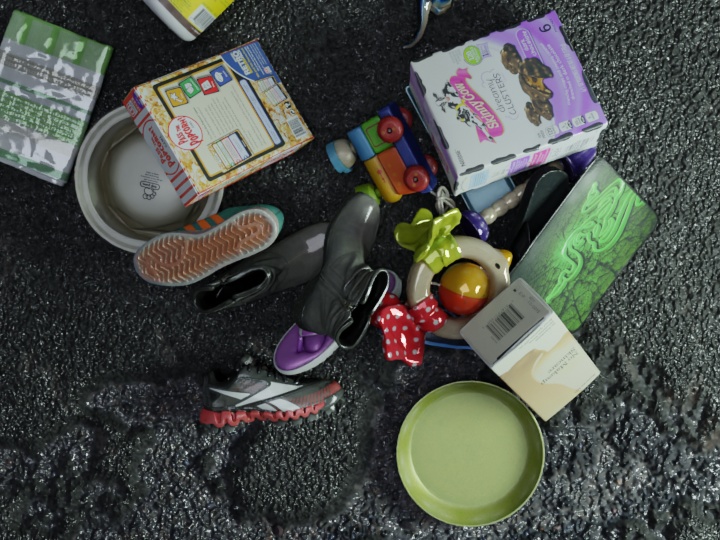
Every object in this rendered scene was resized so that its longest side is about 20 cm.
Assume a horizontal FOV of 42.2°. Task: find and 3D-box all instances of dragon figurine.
[{"bbox_3d":[0.086,-0.386,1.208,0.099,0.059,0.200,35,95,0],"label":"dragon figurine"}]

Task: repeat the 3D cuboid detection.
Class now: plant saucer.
[{"bbox_3d":[0.136,-0.170,1.244,0.070,0.019,0.201,-28,92,5],"label":"plant saucer"},{"bbox_3d":[0.148,0.246,1.270,0.199,0.031,0.201,0,95,3],"label":"plant saucer"}]

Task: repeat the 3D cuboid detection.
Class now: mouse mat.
[{"bbox_3d":[0.290,-0.028,1.205,0.161,0.008,0.200,35,91,-34],"label":"mouse mat"}]

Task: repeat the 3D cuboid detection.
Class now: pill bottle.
[{"bbox_3d":[-0.189,-0.399,1.196,0.200,0.109,0.109,-43,91,5],"label":"pill bottle"}]

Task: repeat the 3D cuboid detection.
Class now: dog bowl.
[{"bbox_3d":[-0.272,-0.122,1.240,0.199,0.074,0.201,0,95,2],"label":"dog bowl"}]

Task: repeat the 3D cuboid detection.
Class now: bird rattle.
[{"bbox_3d":[0.103,0.025,1.142,0.162,0.113,0.201,11,92,-8],"label":"bird rattle"}]

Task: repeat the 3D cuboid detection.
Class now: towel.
[{"bbox_3d":[-0.433,-0.233,1.266,0.149,0.031,0.201,22,93,-1],"label":"towel"}]

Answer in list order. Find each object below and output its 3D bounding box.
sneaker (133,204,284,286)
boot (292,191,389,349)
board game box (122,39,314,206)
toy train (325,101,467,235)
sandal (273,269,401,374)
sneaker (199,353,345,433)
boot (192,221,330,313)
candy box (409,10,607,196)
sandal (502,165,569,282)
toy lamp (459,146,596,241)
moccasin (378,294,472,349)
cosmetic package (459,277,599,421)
[{"bbox_3d":[-0.187,-0.034,1.183,0.199,0.080,0.072,-16,100,13],"label":"sneaker"},{"bbox_3d":[0.000,0.000,1.154,0.068,0.130,0.201,30,80,-31],"label":"boot"},{"bbox_3d":[-0.175,-0.191,1.184,0.200,0.046,0.152,-32,93,-37],"label":"board game box"},{"bbox_3d":[0.046,-0.108,1.230,0.115,0.085,0.201,-25,101,21],"label":"toy train"},{"bbox_3d":[-0.039,0.057,1.238,0.202,0.082,0.050,-37,132,-4],"label":"sandal"},{"bbox_3d":[-0.123,0.158,1.256,0.199,0.071,0.098,-6,97,5],"label":"sneaker"},{"bbox_3d":[-0.113,0.003,1.205,0.199,0.131,0.068,-27,94,5],"label":"boot"},{"bbox_3d":[0.181,-0.210,1.176,0.199,0.072,0.168,-20,75,-3],"label":"candy box"},{"bbox_3d":[0.224,-0.034,1.196,0.075,0.048,0.201,-9,124,-28],"label":"sandal"},{"bbox_3d":[0.220,-0.109,1.211,0.200,0.058,0.058,-37,92,-10],"label":"toy lamp"},{"bbox_3d":[0.122,0.067,1.243,0.199,0.080,0.069,6,92,-12],"label":"moccasin"},{"bbox_3d":[0.217,0.104,1.173,0.105,0.200,0.071,-43,50,5],"label":"cosmetic package"}]
